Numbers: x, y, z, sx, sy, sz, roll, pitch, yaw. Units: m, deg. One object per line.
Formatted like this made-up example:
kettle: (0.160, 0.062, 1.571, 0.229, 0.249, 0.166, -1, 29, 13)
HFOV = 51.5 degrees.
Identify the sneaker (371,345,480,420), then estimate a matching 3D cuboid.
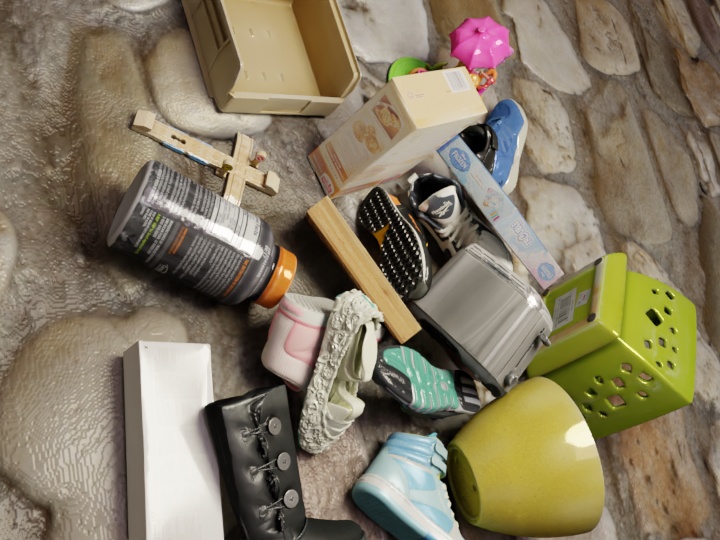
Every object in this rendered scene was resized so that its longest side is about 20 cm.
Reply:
sneaker: (0.062, 0.153, 0.919, 0.199, 0.087, 0.075, 27, 46, -41)

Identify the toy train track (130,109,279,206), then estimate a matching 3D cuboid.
toy train track: (-0.184, -0.148, 0.927, 0.198, 0.032, 0.116, 24, 56, -27)

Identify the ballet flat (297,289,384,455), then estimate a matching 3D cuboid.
ballet flat: (-0.020, 0.123, 0.832, 0.071, 0.071, 0.203, 5, 104, -36)

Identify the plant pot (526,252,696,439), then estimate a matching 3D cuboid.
plant pot: (0.369, 0.107, 1.131, 0.181, 0.199, 0.201, 38, 46, -15)

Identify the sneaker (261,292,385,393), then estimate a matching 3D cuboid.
sneaker: (-0.048, 0.092, 0.902, 0.199, 0.075, 0.106, 16, 100, -59)

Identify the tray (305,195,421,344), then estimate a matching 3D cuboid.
tray: (0.000, 0.000, 0.960, 0.037, 0.099, 0.201, -37, 94, -3)

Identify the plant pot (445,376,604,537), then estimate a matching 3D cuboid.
plant pot: (0.191, 0.251, 0.948, 0.140, 0.200, 0.203, -11, 74, -16)

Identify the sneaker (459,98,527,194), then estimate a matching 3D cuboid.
sneaker: (0.218, -0.230, 1.256, 0.111, 0.076, 0.203, 33, 58, -34)

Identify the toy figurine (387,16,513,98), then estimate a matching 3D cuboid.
toy figurine: (0.174, -0.321, 1.193, 0.198, 0.183, 0.152, -3, 71, -40)

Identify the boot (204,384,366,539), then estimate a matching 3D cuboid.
boot: (-0.074, 0.220, 0.791, 0.164, 0.065, 0.203, -7, 77, -56)

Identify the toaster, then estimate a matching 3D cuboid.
toaster: (0.154, 0.057, 0.974, 0.200, 0.129, 0.114, 42, -3, 38)

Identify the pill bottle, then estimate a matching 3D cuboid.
pill bottle: (-0.170, -0.030, 0.833, 0.198, 0.106, 0.107, 29, 53, -24)

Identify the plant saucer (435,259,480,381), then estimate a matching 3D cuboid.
plant saucer: (0.189, 0.067, 1.121, 0.198, 0.034, 0.203, 18, 58, -32)

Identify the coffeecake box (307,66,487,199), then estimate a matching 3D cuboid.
coffeecake box: (0.047, -0.185, 1.016, 0.152, 0.199, 0.074, -22, 83, -43)

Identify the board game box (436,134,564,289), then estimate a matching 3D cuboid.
board game box: (0.200, -0.092, 1.093, 0.200, 0.043, 0.200, 40, 17, -49)

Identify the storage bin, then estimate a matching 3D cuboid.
storage bin: (-0.122, -0.321, 1.019, 0.198, 0.093, 0.201, -8, 74, -41)

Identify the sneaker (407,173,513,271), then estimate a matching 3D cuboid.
sneaker: (0.132, -0.065, 1.048, 0.200, 0.079, 0.129, 57, 12, 19)

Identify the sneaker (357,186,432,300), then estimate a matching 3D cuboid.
sneaker: (0.068, -0.033, 1.012, 0.089, 0.070, 0.201, 23, 29, -38)

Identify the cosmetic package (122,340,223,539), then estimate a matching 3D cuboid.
cosmetic package: (-0.191, 0.176, 0.752, 0.082, 0.050, 0.203, 10, 63, -40)

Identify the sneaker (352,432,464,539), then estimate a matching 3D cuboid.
sneaker: (0.093, 0.278, 0.912, 0.200, 0.079, 0.131, 45, 50, -13)
